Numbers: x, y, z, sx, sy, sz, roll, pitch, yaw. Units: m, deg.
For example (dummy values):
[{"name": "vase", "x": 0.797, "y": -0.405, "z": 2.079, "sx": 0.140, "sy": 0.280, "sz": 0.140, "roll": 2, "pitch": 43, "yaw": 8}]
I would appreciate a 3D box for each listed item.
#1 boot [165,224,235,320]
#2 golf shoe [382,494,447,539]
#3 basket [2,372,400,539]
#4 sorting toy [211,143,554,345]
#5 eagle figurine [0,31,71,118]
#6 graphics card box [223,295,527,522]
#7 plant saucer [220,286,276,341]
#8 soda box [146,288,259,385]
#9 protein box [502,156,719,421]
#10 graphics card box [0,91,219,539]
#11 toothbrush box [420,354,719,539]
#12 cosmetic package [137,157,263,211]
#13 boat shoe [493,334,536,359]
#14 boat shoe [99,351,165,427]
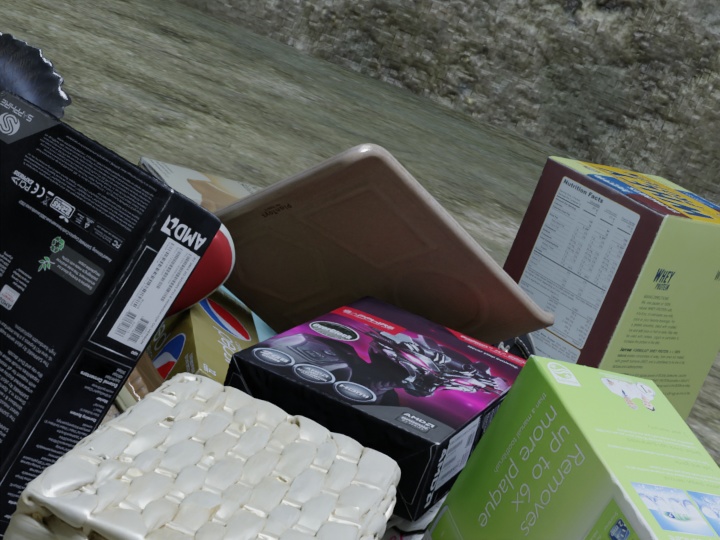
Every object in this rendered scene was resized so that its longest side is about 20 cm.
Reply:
[{"name": "boot", "x": -0.161, "y": 0.034, "z": 0.832, "sx": 0.199, "sy": 0.073, "sz": 0.144, "roll": -20, "pitch": 23, "yaw": -4}, {"name": "golf shoe", "x": 0.022, "y": 0.136, "z": 0.855, "sx": 0.199, "sy": 0.073, "sz": 0.092, "roll": 25, "pitch": 16, "yaw": 11}, {"name": "basket", "x": -0.069, "y": 0.138, "z": 0.613, "sx": 0.135, "sy": 0.124, "sz": 0.200, "roll": 22, "pitch": 15, "yaw": 8}, {"name": "sorting toy", "x": 0.000, "y": 0.000, "z": 0.947, "sx": 0.200, "sy": 0.185, "sz": 0.037, "roll": 40, "pitch": 47, "yaw": -31}, {"name": "eagle figurine", "x": -0.338, "y": -0.099, "z": 1.085, "sx": 0.200, "sy": 0.152, "sz": 0.151, "roll": -11, "pitch": 4, "yaw": -44}, {"name": "graphics card box", "x": 0.016, "y": 0.071, "z": 0.835, "sx": 0.125, "sy": 0.051, "sz": 0.200, "roll": 23, "pitch": 17, "yaw": 18}, {"name": "plant saucer", "x": -0.052, "y": 0.057, "z": 1.132, "sx": 0.199, "sy": 0.028, "sz": 0.200, "roll": 21, "pitch": 14, "yaw": -5}, {"name": "soda box", "x": -0.103, "y": 0.066, "z": 0.914, "sx": 0.064, "sy": 0.068, "sz": 0.200, "roll": 37, "pitch": 9, "yaw": -18}, {"name": "protein box", "x": 0.236, "y": 0.021, "z": 1.326, "sx": 0.198, "sy": 0.201, "sz": 0.135, "roll": 5, "pitch": 22, "yaw": -48}, {"name": "graphics card box", "x": -0.169, "y": 0.029, "z": 0.688, "sx": 0.125, "sy": 0.200, "sz": 0.051, "roll": 29, "pitch": -2, "yaw": 31}, {"name": "toothbrush box", "x": 0.118, "y": 0.160, "z": 0.688, "sx": 0.086, "sy": 0.146, "sz": 0.200, "roll": 12, "pitch": 29, "yaw": -30}, {"name": "cosmetic package", "x": -0.102, "y": -0.032, "z": 1.296, "sx": 0.199, "sy": 0.071, "sz": 0.105, "roll": 12, "pitch": 16, "yaw": -32}, {"name": "boat shoe", "x": 0.090, "y": 0.046, "z": 1.195, "sx": 0.200, "sy": 0.074, "sz": 0.060, "roll": 54, "pitch": 11, "yaw": -35}, {"name": "boat shoe", "x": -0.129, "y": 0.082, "z": 0.758, "sx": 0.200, "sy": 0.063, "sz": 0.073, "roll": 59, "pitch": 5, "yaw": 5}]
